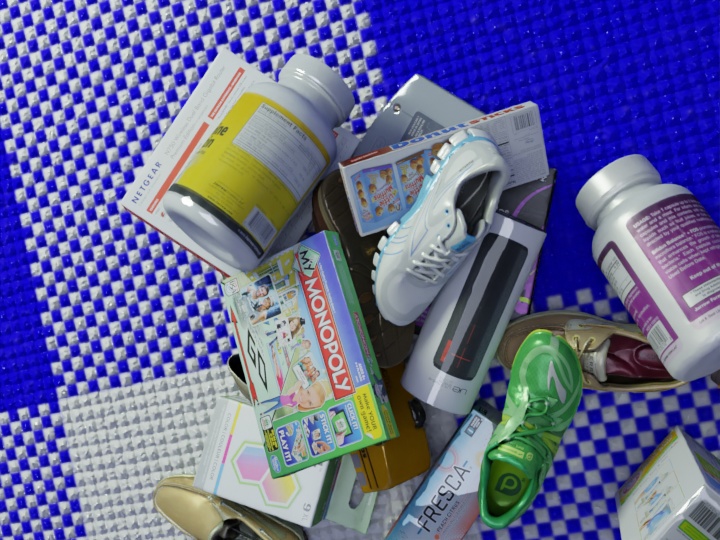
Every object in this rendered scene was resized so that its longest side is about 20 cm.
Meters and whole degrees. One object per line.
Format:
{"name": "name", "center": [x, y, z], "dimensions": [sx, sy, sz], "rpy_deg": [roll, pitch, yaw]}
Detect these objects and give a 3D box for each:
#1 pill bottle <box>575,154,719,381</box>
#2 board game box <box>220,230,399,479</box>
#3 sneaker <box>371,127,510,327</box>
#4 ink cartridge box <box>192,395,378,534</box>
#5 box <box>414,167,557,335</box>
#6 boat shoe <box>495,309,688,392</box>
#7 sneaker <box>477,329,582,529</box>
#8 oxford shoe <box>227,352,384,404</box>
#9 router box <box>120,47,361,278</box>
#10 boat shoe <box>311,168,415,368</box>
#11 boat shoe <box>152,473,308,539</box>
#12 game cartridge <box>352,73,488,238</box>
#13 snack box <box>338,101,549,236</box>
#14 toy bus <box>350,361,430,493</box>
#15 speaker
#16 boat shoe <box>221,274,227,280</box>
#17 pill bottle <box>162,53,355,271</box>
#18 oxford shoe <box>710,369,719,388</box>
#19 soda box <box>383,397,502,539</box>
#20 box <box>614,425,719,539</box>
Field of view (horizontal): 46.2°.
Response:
{"name": "pill bottle", "center": [0.289, -0.008, 0.794], "dimensions": [0.112, 0.112, 0.202], "rpy_deg": [-34, 62, 14]}
{"name": "board game box", "center": [-0.053, 0.081, 0.808], "dimensions": [0.133, 0.029, 0.203], "rpy_deg": [-24, 75, 27]}
{"name": "sneaker", "center": [0.074, -0.030, 0.776], "dimensions": [0.074, 0.087, 0.202], "rpy_deg": [20, 108, -21]}
{"name": "ink cartridge box", "center": [-0.077, 0.218, 0.942], "dimensions": [0.197, 0.059, 0.105], "rpy_deg": [16, 86, 13]}
{"name": "box", "center": [0.120, -0.021, 0.898], "dimensions": [0.141, 0.036, 0.203], "rpy_deg": [11, 94, 14]}
{"name": "boat shoe", "center": [0.234, 0.082, 0.840], "dimensions": [0.196, 0.066, 0.075], "rpy_deg": [0, 98, 5]}
{"name": "sneaker", "center": [0.161, 0.157, 0.802], "dimensions": [0.073, 0.083, 0.203], "rpy_deg": [16, 100, 13]}
{"name": "oxford shoe", "center": [-0.063, 0.117, 0.855], "dimensions": [0.198, 0.075, 0.071], "rpy_deg": [-6, 49, 42]}
{"name": "router box", "center": [-0.125, -0.102, 0.901], "dimensions": [0.178, 0.049, 0.201], "rpy_deg": [33, 82, -4]}
{"name": "boat shoe", "center": [-0.001, 0.000, 0.858], "dimensions": [0.071, 0.067, 0.203], "rpy_deg": [-18, 89, -27]}
{"name": "boat shoe", "center": [-0.158, 0.290, 0.966], "dimensions": [0.197, 0.076, 0.073], "rpy_deg": [16, 97, 14]}
{"name": "game cartridge", "center": [0.051, -0.092, 0.881], "dimensions": [0.132, 0.041, 0.202], "rpy_deg": [35, 105, 18]}
{"name": "snack box", "center": [0.082, -0.098, 0.811], "dimensions": [0.197, 0.024, 0.073], "rpy_deg": [-18, 113, -6]}
{"name": "toy bus", "center": [0.012, 0.128, 0.904], "dimensions": [0.078, 0.064, 0.203], "rpy_deg": [-27, 79, 52]}
{"name": "speaker", "center": [0.111, 0.039, 0.846], "dimensions": [0.080, 0.081, 0.202], "rpy_deg": [24, 99, 12]}
{"name": "boat shoe", "center": [-0.140, -0.040, 0.954], "dimensions": [0.071, 0.060, 0.205], "rpy_deg": [-13, 89, 15]}
{"name": "pill bottle", "center": [-0.092, -0.108, 0.821], "dimensions": [0.111, 0.112, 0.201], "rpy_deg": [32, 75, 11]}
{"name": "oxford shoe", "center": [0.388, 0.112, 0.824], "dimensions": [0.072, 0.071, 0.203], "rpy_deg": [-22, 80, 31]}
{"name": "soda box", "center": [0.097, 0.240, 0.902], "dimensions": [0.068, 0.064, 0.201], "rpy_deg": [34, 100, 10]}
{"name": "box", "center": [0.312, 0.237, 0.773], "dimensions": [0.112, 0.200, 0.102], "rpy_deg": [39, 102, 8]}
